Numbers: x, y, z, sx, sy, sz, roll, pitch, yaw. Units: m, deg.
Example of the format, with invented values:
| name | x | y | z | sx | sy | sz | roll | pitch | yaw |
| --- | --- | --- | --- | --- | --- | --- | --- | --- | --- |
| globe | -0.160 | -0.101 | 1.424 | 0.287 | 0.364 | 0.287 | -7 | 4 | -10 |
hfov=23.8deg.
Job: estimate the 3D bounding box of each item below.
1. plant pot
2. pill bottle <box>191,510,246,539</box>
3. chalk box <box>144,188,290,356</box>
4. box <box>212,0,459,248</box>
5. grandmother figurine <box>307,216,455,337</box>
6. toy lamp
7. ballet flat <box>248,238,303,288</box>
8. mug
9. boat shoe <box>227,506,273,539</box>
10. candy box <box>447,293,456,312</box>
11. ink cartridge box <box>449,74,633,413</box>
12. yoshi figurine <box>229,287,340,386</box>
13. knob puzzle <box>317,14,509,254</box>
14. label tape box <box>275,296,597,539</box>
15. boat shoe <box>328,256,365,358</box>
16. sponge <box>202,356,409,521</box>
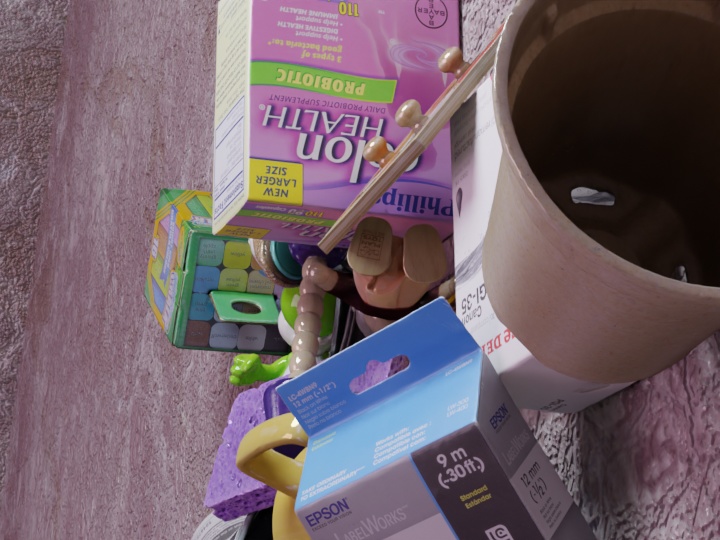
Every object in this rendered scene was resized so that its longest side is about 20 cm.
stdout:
| name | x | y | z | sx | sy | sz | roll | pitch | yaw |
| --- | --- | --- | --- | --- | --- | --- | --- | --- | --- |
| plant pot | 0.146 | -0.037 | 0.877 | 0.184 | 0.199 | 0.201 | 109 | 160 | -63 |
| pill bottle | -0.079 | 0.294 | 1.481 | 0.200 | 0.113 | 0.114 | -122 | 42 | -61 |
| chalk box | -0.131 | 0.006 | 1.694 | 0.200 | 0.124 | 0.124 | -136 | 54 | -64 |
| box | -0.019 | -0.126 | 1.338 | 0.097 | 0.175 | 0.201 | 145 | 128 | -65 |
| grandmother figurine | 0.020 | 0.014 | 1.289 | 0.200 | 0.121 | 0.061 | 85 | -158 | -73 |
| toy lamp | -0.041 | 0.055 | 1.333 | 0.058 | 0.058 | 0.201 | 122 | 161 | -51 |
| ballet flat | -0.059 | -0.037 | 1.479 | 0.071 | 0.065 | 0.200 | 63 | -151 | -17 |
| mug | 0.024 | 0.166 | 1.155 | 0.153 | 0.186 | 0.150 | -31 | 66 | 55 |
| boat shoe | -0.049 | 0.190 | 1.398 | 0.200 | 0.073 | 0.062 | -52 | 6 | -11 |
| candy box | 0.086 | 0.057 | 1.218 | 0.200 | 0.026 | 0.103 | 131 | 137 | -59 |
| ink cartridge box | 0.122 | -0.027 | 1.057 | 0.147 | 0.082 | 0.201 | 138 | 135 | -61 |
| yoshi figurine | -0.046 | 0.081 | 1.480 | 0.112 | 0.112 | 0.201 | -9 | 73 | 53 |
| knob puzzle | 0.050 | -0.119 | 1.192 | 0.220 | 0.030 | 0.220 | -50 | 3 | 3 |
| label tape box | 0.040 | 0.137 | 1.032 | 0.143 | 0.200 | 0.066 | -29 | 6 | 29 |
| boat shoe | 0.000 | 0.000 | 1.427 | 0.069 | 0.056 | 0.201 | 137 | 135 | -62 |
| sponge | -0.040 | 0.125 | 1.352 | 0.200 | 0.030 | 0.112 | -24 | 39 | 41 |
